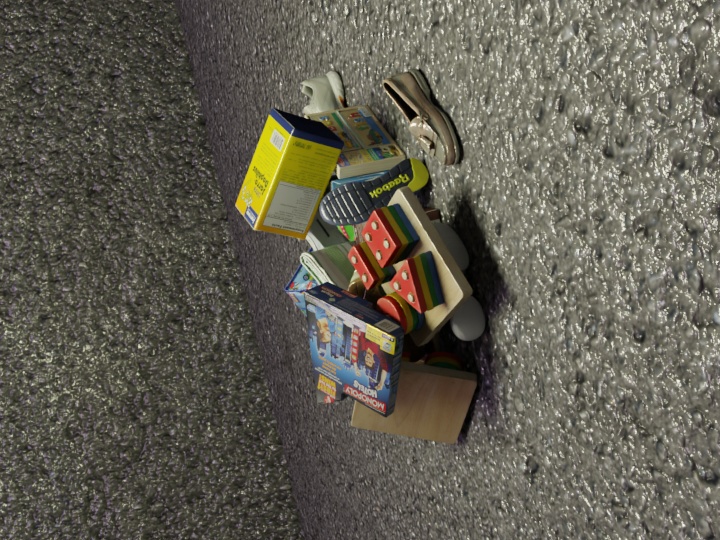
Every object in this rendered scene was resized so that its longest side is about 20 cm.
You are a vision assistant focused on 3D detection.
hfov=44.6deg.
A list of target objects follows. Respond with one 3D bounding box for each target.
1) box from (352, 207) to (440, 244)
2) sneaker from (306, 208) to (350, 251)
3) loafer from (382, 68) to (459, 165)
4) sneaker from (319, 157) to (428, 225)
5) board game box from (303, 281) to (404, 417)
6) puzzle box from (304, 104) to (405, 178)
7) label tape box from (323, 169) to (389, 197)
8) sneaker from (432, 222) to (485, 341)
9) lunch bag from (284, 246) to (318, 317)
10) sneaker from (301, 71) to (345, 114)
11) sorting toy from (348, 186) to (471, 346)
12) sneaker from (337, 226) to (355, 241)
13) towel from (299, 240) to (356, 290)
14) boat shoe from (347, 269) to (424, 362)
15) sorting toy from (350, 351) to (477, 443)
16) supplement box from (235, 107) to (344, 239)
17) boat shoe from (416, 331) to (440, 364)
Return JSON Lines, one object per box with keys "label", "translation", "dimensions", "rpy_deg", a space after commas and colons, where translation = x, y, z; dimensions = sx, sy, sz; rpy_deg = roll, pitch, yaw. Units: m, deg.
{"label": "box", "translation": [0.064, -0.074, 1.592], "dimensions": [0.200, 0.100, 0.075], "rpy_deg": [-162, 60, -71]}
{"label": "sneaker", "translation": [-0.067, -0.060, 1.718], "dimensions": [0.071, 0.073, 0.200], "rpy_deg": [37, 160, 46]}
{"label": "loafer", "translation": [0.096, -0.243, 1.427], "dimensions": [0.072, 0.063, 0.200], "rpy_deg": [101, 151, -54]}
{"label": "sneaker", "translation": [0.023, -0.126, 1.533], "dimensions": [0.082, 0.199, 0.074], "rpy_deg": [125, 123, -79]}
{"label": "board game box", "translation": [-0.010, 0.149, 1.455], "dimensions": [0.200, 0.062, 0.201], "rpy_deg": [25, 123, 35]}
{"label": "puzzle box", "translation": [-0.014, -0.246, 1.655], "dimensions": [0.200, 0.133, 0.025], "rpy_deg": [-122, 25, -45]}
{"label": "label tape box", "translation": [-0.001, -0.153, 1.662], "dimensions": [0.200, 0.143, 0.066], "rpy_deg": [-156, 55, -69]}
{"label": "sneaker", "translation": [0.137, 0.026, 1.467], "dimensions": [0.114, 0.075, 0.201], "rpy_deg": [146, 108, -69]}
{"label": "lunch bag", "translation": [-0.063, 0.003, 1.908], "dimensions": [0.151, 0.094, 0.201], "rpy_deg": [55, -133, -49]}
{"label": "sneaker", "translation": [-0.069, -0.319, 1.846], "dimensions": [0.076, 0.092, 0.201], "rpy_deg": [120, 134, -66]}
{"label": "sorting toy", "translation": [0.064, 0.006, 1.405], "dimensions": [0.199, 0.069, 0.200], "rpy_deg": [60, 151, 17]}
{"label": "sneaker", "translation": [0.002, -0.066, 1.870], "dimensions": [0.084, 0.076, 0.201], "rpy_deg": [-65, -29, -48]}
{"label": "towel", "translation": [0.000, 0.000, 1.646], "dimensions": [0.149, 0.200, 0.031], "rpy_deg": [50, 131, 21]}
{"label": "boat shoe", "translation": [0.052, 0.079, 1.563], "dimensions": [0.200, 0.073, 0.063], "rpy_deg": [55, -159, -22]}
{"label": "sorting toy", "translation": [0.094, 0.215, 1.581], "dimensions": [0.200, 0.198, 0.070], "rpy_deg": [100, 180, -47]}
{"label": "supplement box", "translation": [-0.131, -0.174, 1.596], "dimensions": [0.110, 0.109, 0.201], "rpy_deg": [47, 119, 50]}
{"label": "boat shoe", "translation": [0.119, 0.103, 1.613], "dimensions": [0.071, 0.064, 0.201], "rpy_deg": [6, 116, 35]}
